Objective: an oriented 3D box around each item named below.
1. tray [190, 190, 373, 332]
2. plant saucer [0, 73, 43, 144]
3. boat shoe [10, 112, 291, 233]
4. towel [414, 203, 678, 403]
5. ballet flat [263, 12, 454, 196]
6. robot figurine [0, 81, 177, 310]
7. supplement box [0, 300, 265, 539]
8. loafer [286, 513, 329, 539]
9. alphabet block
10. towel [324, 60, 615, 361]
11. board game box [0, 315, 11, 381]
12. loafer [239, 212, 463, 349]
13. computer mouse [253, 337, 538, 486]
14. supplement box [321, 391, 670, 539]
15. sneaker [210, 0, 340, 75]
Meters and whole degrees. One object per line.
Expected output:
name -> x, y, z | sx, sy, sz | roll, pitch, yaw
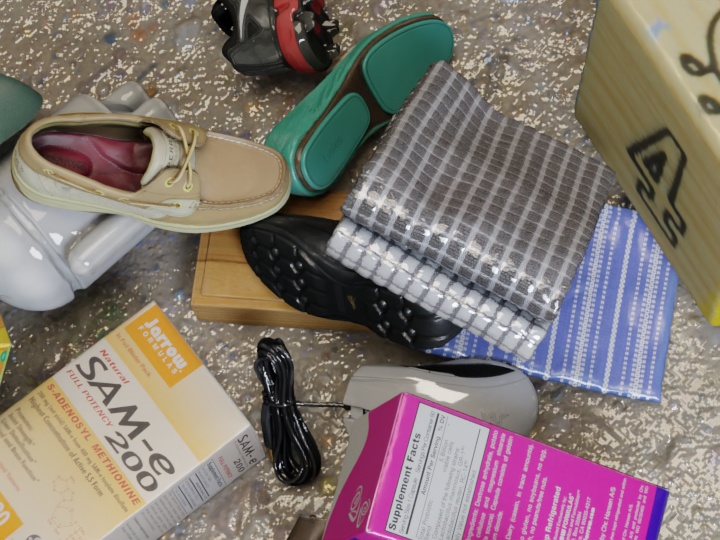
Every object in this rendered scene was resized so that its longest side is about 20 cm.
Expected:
tray -> -0.019, -0.008, 1.704 | 0.199, 0.037, 0.099 | 4, 69, 8
plant saucer -> -0.333, -0.102, 1.710 | 0.199, 0.200, 0.036 | -23, 110, -2
boat shoe -> -0.144, -0.071, 1.619 | 0.199, 0.066, 0.074 | 1, 73, -10
towel -> 0.130, 0.006, 1.662 | 0.199, 0.024, 0.146 | 13, 69, -1
ballet flat -> -0.010, -0.130, 1.731 | 0.070, 0.068, 0.200 | 7, 44, 43
robot figurine -> -0.216, -0.049, 1.703 | 0.200, 0.113, 0.169 | -41, 34, -10
supplement box -> -0.185, 0.135, 1.645 | 0.200, 0.074, 0.126 | -38, 68, -9
loafer -> -0.031, 0.200, 1.592 | 0.200, 0.073, 0.071 | -36, 100, -18
alphabet block -> 0.285, -0.115, 1.611 | 0.195, 0.197, 0.200 | -27, 67, -12
towel -> 0.080, -0.046, 1.574 | 0.165, 0.086, 0.200 | 26, 34, 2
board game box -> -0.293, 0.017, 1.652 | 0.030, 0.096, 0.200 | 1, 43, -25
loafer -> 0.000, 0.000, 1.634 | 0.200, 0.068, 0.070 | 21, 43, 35
computer mouse -> 0.026, 0.099, 1.628 | 0.199, 0.044, 0.110 | -2, 106, 4
supplement box -> 0.088, 0.166, 1.542 | 0.199, 0.101, 0.104 | 22, 70, -12
sneaker -> -0.069, -0.229, 1.779 | 0.097, 0.071, 0.201 | -15, 53, 21
